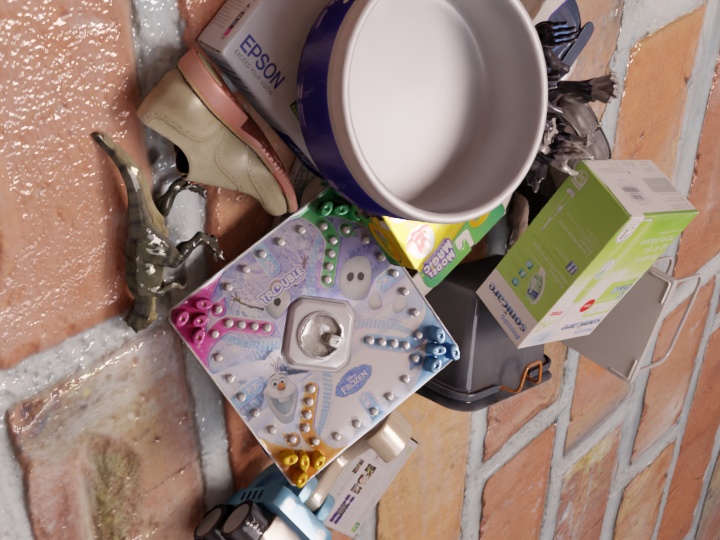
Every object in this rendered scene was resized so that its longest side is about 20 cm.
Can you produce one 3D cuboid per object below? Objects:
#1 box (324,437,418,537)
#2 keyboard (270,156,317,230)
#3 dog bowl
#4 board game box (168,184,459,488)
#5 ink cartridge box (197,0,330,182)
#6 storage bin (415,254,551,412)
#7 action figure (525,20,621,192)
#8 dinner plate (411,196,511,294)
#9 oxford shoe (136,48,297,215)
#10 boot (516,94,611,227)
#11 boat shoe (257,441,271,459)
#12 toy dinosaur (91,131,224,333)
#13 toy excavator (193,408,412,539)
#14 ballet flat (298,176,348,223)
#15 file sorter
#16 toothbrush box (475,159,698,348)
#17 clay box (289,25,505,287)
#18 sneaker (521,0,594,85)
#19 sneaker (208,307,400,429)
[{"bbox_3d":[-0.019,0.228,1.318,0.145,0.036,0.200,-54,147,-5],"label":"box"},{"bbox_3d":[-0.065,-0.037,1.068,0.056,0.011,0.202,-1,118,-51],"label":"keyboard"},{"bbox_3d":[0.051,-0.140,0.891,0.198,0.078,0.203,-4,98,-31],"label":"dog bowl"},{"bbox_3d":[-0.035,0.058,0.997,0.199,0.026,0.201,-38,104,-10],"label":"board game box"},{"bbox_3d":[-0.019,-0.206,0.954,0.201,0.043,0.196,-52,142,-6],"label":"ink cartridge box"},{"bbox_3d":[0.149,0.068,1.322,0.199,0.145,0.136,-14,118,-45],"label":"storage bin"},{"bbox_3d":[0.195,-0.150,1.096,0.200,0.101,0.120,50,55,-62],"label":"action figure"},{"bbox_3d":[0.100,-0.022,1.186,0.200,0.024,0.200,-45,175,-5],"label":"dinner plate"},{"bbox_3d":[-0.115,-0.098,0.920,0.073,0.071,0.200,-36,142,1],"label":"oxford shoe"},{"bbox_3d":[0.254,-0.098,1.330,0.131,0.069,0.202,-39,125,-23],"label":"boot"},{"bbox_3d":[-0.051,0.107,1.147,0.072,0.072,0.202,-16,131,-51],"label":"boat shoe"},{"bbox_3d":[-0.163,-0.032,0.921,0.087,0.047,0.202,-24,131,-30],"label":"toy dinosaur"},{"bbox_3d":[-0.054,0.228,1.169,0.100,0.194,0.201,46,56,-16],"label":"toy excavator"},{"bbox_3d":[0.000,0.000,1.072,0.069,0.069,0.202,-39,127,-24],"label":"ballet flat"},{"bbox_3d":[0.311,0.023,1.423,0.124,0.199,0.140,-9,124,-50],"label":"file sorter"},{"bbox_3d":[0.242,-0.019,1.206,0.145,0.086,0.201,-5,141,-46],"label":"toothbrush box"},{"bbox_3d":[0.038,-0.094,0.965,0.115,0.047,0.201,-43,119,-20],"label":"clay box"},{"bbox_3d":[0.159,-0.208,1.149,0.200,0.080,0.148,-44,140,-29],"label":"sneaker"},{"bbox_3d":[-0.048,0.076,1.047,0.145,0.077,0.204,-33,109,-7],"label":"sneaker"}]
